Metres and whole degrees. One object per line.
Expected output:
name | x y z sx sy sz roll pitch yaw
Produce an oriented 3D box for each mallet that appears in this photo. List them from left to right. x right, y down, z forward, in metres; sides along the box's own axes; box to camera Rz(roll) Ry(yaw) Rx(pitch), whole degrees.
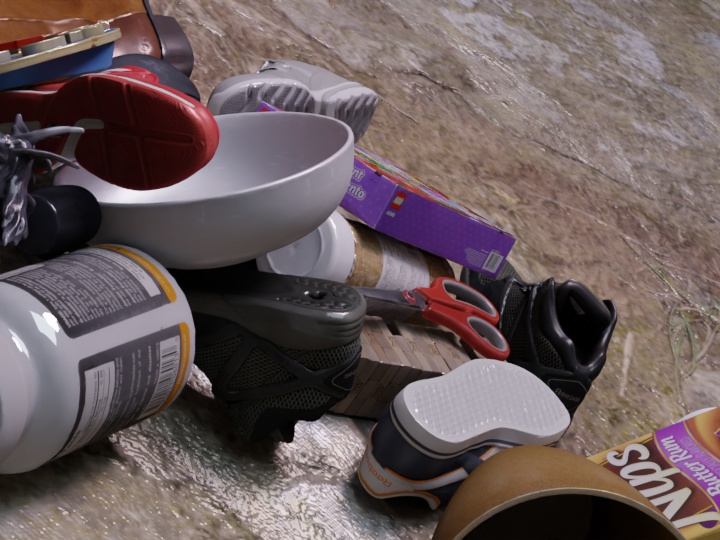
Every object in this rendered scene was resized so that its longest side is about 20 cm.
mallet | -0.263 -0.036 1.567 0.199 0.041 0.066 4 9 11

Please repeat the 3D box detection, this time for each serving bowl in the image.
serving bowl | -0.098 -0.045 1.655 0.199 0.066 0.200 -7 17 2

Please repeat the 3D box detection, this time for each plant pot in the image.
plant pot | 0.117 0.189 1.621 0.186 0.187 0.200 29 13 -12

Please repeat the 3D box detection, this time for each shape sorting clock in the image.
shape sorting clock | -0.258 -0.138 1.702 0.200 0.199 0.039 -20 100 -59

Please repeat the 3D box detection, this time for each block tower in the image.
block tower | 0.021 0.071 1.809 0.199 0.058 0.054 10 35 -40

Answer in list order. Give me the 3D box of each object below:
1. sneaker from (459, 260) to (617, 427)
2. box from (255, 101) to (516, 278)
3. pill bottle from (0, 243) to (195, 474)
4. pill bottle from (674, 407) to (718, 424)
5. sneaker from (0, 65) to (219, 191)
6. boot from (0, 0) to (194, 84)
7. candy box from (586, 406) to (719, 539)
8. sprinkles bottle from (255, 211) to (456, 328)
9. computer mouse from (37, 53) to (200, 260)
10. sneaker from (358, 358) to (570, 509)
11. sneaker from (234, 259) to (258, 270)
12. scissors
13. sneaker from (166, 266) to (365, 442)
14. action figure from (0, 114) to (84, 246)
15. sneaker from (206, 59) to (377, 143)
sneaker | 0.141 0.032 1.953 0.076 0.114 0.200 23 27 -26
box | 0.016 -0.058 1.880 0.137 0.039 0.200 32 6 30
pill bottle | -0.194 0.056 1.511 0.116 0.117 0.200 43 27 15
pill bottle | 0.276 0.192 1.847 0.111 0.112 0.200 25 28 -21
sneaker | -0.144 -0.106 1.634 0.199 0.079 0.115 9 26 39
boot | -0.252 -0.205 1.960 0.199 0.069 0.189 -4 53 -42
candy box | 0.235 0.162 1.763 0.117 0.199 0.057 -104 169 -53
sprinkles bottle | 0.000 0.000 1.833 0.068 0.068 0.200 49 14 26
computer mouse | -0.176 -0.086 1.754 0.199 0.046 0.140 -26 59 -31
sneaker | 0.067 0.115 1.766 0.200 0.080 0.079 -2 47 -54
sneaker | -0.106 -0.051 1.836 0.199 0.079 0.089 24 26 -23
scissors | 0.037 0.018 1.815 0.199 0.014 0.073 22 34 -41
sneaker | -0.096 0.054 1.676 0.198 0.115 0.076 11 23 15
action figure | -0.260 -0.039 1.489 0.102 0.200 0.119 38 30 -36
sneaker | -0.071 -0.132 2.038 0.082 0.075 0.200 31 16 26
